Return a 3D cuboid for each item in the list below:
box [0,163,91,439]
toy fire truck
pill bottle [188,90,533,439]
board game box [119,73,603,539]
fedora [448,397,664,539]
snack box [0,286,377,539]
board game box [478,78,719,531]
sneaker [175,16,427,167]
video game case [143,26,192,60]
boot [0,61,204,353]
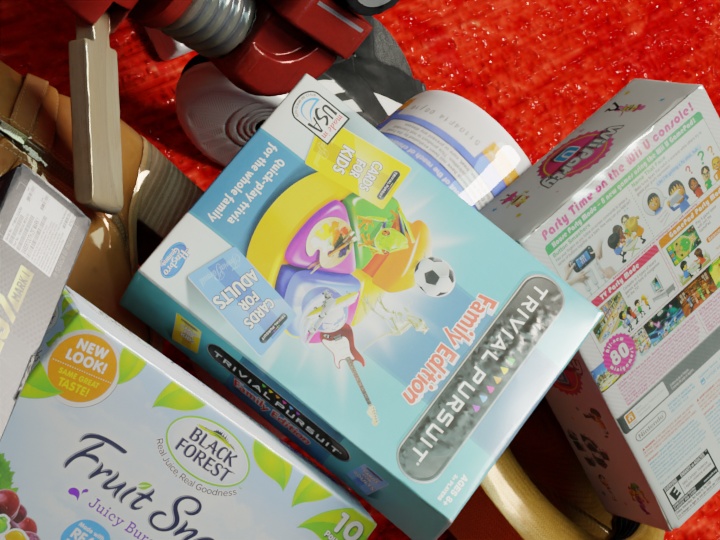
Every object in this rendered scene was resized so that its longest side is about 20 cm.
[{"bbox_3d":[-0.215,0.061,1.308,0.051,0.157,0.201,40,47,-23],"label":"box"},{"bbox_3d":[-0.085,-0.129,1.484,0.176,0.200,0.129,29,13,-48],"label":"toy fire truck"},{"bbox_3d":[0.000,0.000,1.568,0.200,0.112,0.112,-40,100,-26],"label":"pill bottle"},{"bbox_3d":[0.002,0.019,1.455,0.200,0.047,0.151,38,61,1],"label":"board game box"},{"bbox_3d":[0.092,0.110,1.648,0.200,0.082,0.202,33,41,-34],"label":"fedora"},{"bbox_3d":[-0.111,0.120,1.402,0.200,0.143,0.053,37,3,-27],"label":"snack box"},{"bbox_3d":[0.162,0.018,1.575,0.147,0.064,0.201,-39,116,-22],"label":"board game box"},{"bbox_3d":[-0.038,-0.111,1.655,0.199,0.073,0.113,25,49,-45],"label":"sneaker"},{"bbox_3d":[-0.091,-0.232,1.693,0.200,0.023,0.183,-28,91,-49],"label":"video game case"},{"bbox_3d":[-0.169,-0.008,1.460,0.155,0.077,0.201,34,59,-19],"label":"boot"}]
